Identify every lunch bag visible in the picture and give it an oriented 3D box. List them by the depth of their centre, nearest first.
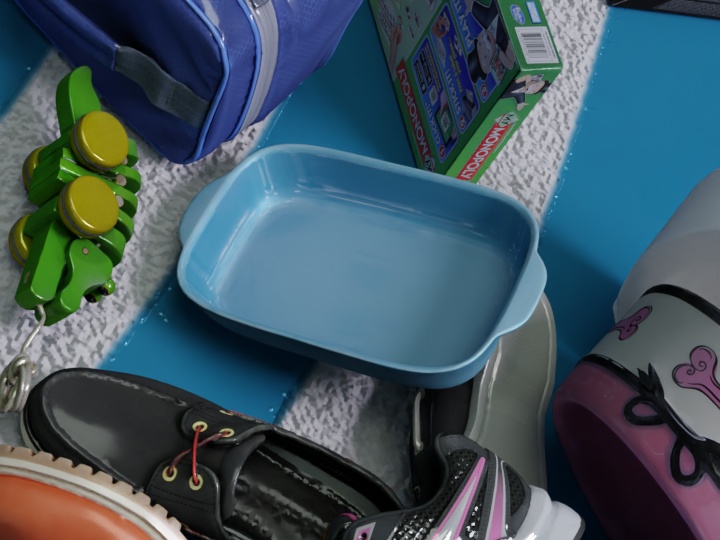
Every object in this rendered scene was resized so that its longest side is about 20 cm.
[{"bbox_3d":[-0.111,-0.168,0.809,0.200,0.136,0.132,45,56,8],"label":"lunch bag"}]

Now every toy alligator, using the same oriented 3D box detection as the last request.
[{"bbox_3d":[-0.141,-0.012,0.759,0.054,0.059,0.201,26,53,-34],"label":"toy alligator"}]

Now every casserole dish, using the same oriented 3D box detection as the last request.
[{"bbox_3d":[0.000,0.000,0.778,0.199,0.039,0.122,15,56,22],"label":"casserole dish"}]

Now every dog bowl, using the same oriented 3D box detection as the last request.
[{"bbox_3d":[0.169,0.111,0.737,0.073,0.200,0.201,-30,75,-9],"label":"dog bowl"}]

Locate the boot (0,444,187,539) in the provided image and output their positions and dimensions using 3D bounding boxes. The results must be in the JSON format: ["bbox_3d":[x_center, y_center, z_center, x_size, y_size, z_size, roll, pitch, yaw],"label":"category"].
[{"bbox_3d":[-0.111,0.162,0.668,0.199,0.075,0.107,36,61,0],"label":"boot"}]

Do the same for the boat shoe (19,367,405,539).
[{"bbox_3d":[-0.067,0.096,0.726,0.200,0.063,0.074,27,59,-3],"label":"boat shoe"}]

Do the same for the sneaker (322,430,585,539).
[{"bbox_3d":[0.006,0.153,0.659,0.086,0.080,0.200,44,58,1],"label":"sneaker"}]

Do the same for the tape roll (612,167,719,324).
[{"bbox_3d":[0.237,0.038,0.791,0.202,0.203,0.071,41,57,4],"label":"tape roll"}]

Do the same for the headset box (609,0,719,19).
[{"bbox_3d":[0.233,-0.276,1.037,0.147,0.075,0.202,3,62,-20],"label":"headset box"}]

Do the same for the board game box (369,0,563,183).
[{"bbox_3d":[0.048,-0.161,0.868,0.029,0.135,0.201,-5,65,-23],"label":"board game box"}]

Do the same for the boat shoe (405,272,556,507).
[{"bbox_3d":[0.054,0.094,0.774,0.074,0.060,0.201,31,54,-34],"label":"boat shoe"}]
